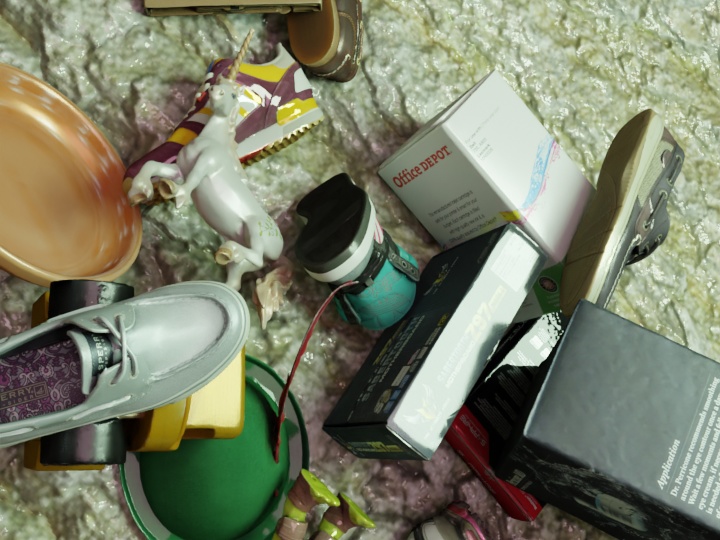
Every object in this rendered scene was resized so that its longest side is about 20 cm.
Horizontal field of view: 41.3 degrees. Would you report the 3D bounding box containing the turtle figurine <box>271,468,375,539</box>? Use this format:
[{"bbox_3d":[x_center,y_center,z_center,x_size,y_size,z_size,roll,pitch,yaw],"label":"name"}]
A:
[{"bbox_3d":[-0.060,0.252,0.777,0.199,0.064,0.162,40,86,-24],"label":"turtle figurine"}]

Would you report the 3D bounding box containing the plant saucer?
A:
[{"bbox_3d":[-0.254,-0.068,0.727,0.200,0.037,0.202,42,29,-29],"label":"plant saucer"}]

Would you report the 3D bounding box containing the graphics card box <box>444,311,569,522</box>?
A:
[{"bbox_3d":[0.172,0.118,0.903,0.200,0.051,0.126,-44,97,-21],"label":"graphics card box"}]

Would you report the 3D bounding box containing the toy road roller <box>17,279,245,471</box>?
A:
[{"bbox_3d":[-0.169,0.083,0.702,0.143,0.199,0.126,6,79,-29],"label":"toy road roller"}]

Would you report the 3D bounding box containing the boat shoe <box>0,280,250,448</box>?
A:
[{"bbox_3d":[-0.159,0.058,0.571,0.197,0.072,0.071,-20,84,-10],"label":"boat shoe"}]

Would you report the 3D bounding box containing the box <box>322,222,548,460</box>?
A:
[{"bbox_3d":[0.059,0.064,0.810,0.051,0.157,0.202,38,70,-9],"label":"box"}]

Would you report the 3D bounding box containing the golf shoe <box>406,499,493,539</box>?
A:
[{"bbox_3d":[0.102,0.310,0.833,0.091,0.073,0.202,-28,81,-17],"label":"golf shoe"}]

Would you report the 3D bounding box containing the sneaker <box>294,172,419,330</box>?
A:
[{"bbox_3d":[0.000,0.000,0.796,0.083,0.201,0.122,-32,108,7],"label":"sneaker"}]

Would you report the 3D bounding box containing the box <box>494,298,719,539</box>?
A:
[{"bbox_3d":[0.223,0.141,0.755,0.197,0.197,0.119,26,73,11],"label":"box"}]

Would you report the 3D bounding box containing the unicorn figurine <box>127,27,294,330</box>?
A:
[{"bbox_3d":[-0.108,-0.063,0.731,0.137,0.073,0.204,-44,119,-57],"label":"unicorn figurine"}]

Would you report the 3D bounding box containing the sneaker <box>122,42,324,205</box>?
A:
[{"bbox_3d":[-0.128,-0.128,0.820,0.198,0.075,0.091,-29,92,-33],"label":"sneaker"}]

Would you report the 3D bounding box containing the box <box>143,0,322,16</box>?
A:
[{"bbox_3d":[-0.114,-0.328,0.856,0.159,0.021,0.205,-1,80,3],"label":"box"}]

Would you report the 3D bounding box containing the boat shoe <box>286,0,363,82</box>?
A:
[{"bbox_3d":[-0.034,-0.276,0.890,0.070,0.069,0.205,12,75,-58],"label":"boat shoe"}]

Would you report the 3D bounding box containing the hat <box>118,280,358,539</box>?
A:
[{"bbox_3d":[-0.093,0.128,0.728,0.162,0.176,0.205,-4,82,-21],"label":"hat"}]

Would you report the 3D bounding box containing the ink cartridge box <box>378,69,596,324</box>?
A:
[{"bbox_3d":[0.128,-0.060,0.866,0.201,0.144,0.084,48,67,-7],"label":"ink cartridge box"}]

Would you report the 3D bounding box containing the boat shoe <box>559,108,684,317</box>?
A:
[{"bbox_3d":[0.221,-0.040,0.783,0.064,0.072,0.203,30,63,-10],"label":"boat shoe"}]
